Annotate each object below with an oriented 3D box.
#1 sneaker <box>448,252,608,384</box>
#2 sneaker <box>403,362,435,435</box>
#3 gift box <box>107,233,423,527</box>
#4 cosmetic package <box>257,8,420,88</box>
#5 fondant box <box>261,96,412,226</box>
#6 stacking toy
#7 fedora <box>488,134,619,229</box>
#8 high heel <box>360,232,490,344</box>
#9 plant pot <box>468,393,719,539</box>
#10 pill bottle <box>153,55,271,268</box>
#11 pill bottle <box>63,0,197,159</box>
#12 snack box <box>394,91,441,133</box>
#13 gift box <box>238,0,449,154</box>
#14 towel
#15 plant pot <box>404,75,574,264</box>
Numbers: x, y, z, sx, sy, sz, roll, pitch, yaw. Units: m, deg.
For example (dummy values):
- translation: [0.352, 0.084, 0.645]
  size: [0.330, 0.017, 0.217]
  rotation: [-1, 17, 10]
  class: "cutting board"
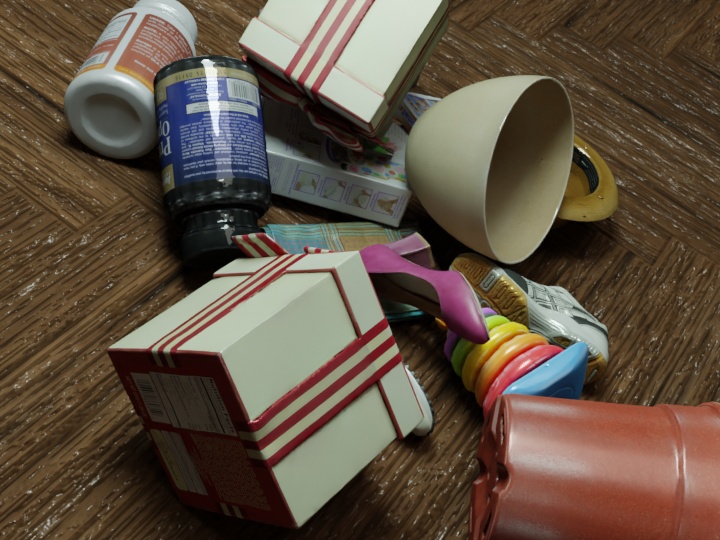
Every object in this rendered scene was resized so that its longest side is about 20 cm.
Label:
- translation: [0.184, 0.043, 1.168]
  size: [0.200, 0.076, 0.088]
  rotation: [38, 37, -1]
  class: "sneaker"
- translation: [-0.014, 0.097, 1.041]
  size: [0.093, 0.070, 0.200]
  rotation: [-38, 82, -8]
  class: "sneaker"
- translation: [-0.082, 0.081, 0.901]
  size: [0.200, 0.185, 0.187]
  rotation: [4, 30, 45]
  class: "gift box"
- translation: [-0.026, -0.278, 1.343]
  size: [0.200, 0.087, 0.104]
  rotation: [-15, 66, -22]
  class: "cosmetic package"
- translation: [-0.041, -0.136, 1.241]
  size: [0.200, 0.058, 0.144]
  rotation: [14, 37, -9]
  class: "fondant box"
- translation: [0.127, 0.079, 1.090]
  size: [0.116, 0.110, 0.200]
  rotation: [-29, 52, -24]
  class: "stacking toy"
- translation: [0.218, -0.109, 1.318]
  size: [0.200, 0.082, 0.201]
  rotation: [14, 43, -14]
  class: "fedora"
- translation: [0.053, 0.031, 1.066]
  size: [0.096, 0.068, 0.200]
  rotation: [-24, 30, -10]
  class: "high heel"
- translation: [0.205, 0.197, 0.944]
  size: [0.195, 0.201, 0.201]
  rotation: [11, 44, -2]
  class: "plant pot"
- translation: [-0.150, -0.109, 1.097]
  size: [0.112, 0.112, 0.201]
  rotation: [-1, 76, -24]
  class: "pill bottle"
- translation: [-0.251, -0.227, 1.212]
  size: [0.112, 0.112, 0.200]
  rotation: [19, 43, -5]
  class: "pill bottle"
- translation: [0.122, -0.186, 1.353]
  size: [0.200, 0.024, 0.072]
  rotation: [2, 45, -46]
  class: "snack box"
- translation: [-0.010, -0.240, 1.172]
  size: [0.184, 0.187, 0.200]
  rotation: [33, 0, 10]
  class: "gift box"
- translation: [0.000, 0.000, 1.162]
  size: [0.200, 0.022, 0.147]
  rotation: [-5, 50, -27]
  class: "towel"
- translation: [0.128, -0.121, 1.160]
  size: [0.134, 0.201, 0.200]
  rotation: [18, 36, 32]
  class: "plant pot"
